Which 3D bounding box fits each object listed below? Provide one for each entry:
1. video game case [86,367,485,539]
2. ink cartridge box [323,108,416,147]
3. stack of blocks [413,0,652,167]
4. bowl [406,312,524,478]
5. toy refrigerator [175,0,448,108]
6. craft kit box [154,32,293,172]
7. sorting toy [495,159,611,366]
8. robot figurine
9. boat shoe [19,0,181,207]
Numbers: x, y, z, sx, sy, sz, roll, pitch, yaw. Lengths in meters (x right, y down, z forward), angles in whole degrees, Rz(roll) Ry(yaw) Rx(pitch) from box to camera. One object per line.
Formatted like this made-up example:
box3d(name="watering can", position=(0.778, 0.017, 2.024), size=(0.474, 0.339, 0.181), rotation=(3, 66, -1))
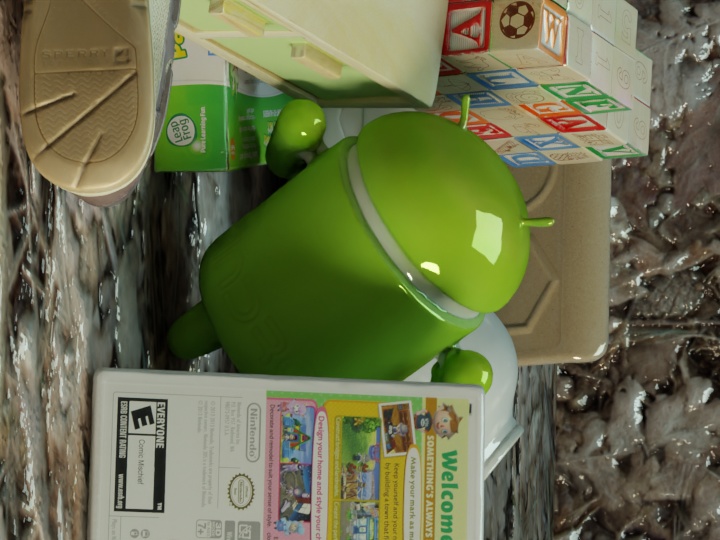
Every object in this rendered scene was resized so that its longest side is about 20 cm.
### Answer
box3d(name="video game case", position=(-0.034, 0.148, 1.179), size=(0.022, 0.181, 0.201), rotation=(140, -48, -76))
box3d(name="ink cartridge box", position=(0.011, -0.068, 1.570), size=(0.200, 0.083, 0.146), rotation=(110, -18, -80))
box3d(name="stack of blocks", position=(0.092, -0.113, 1.413), size=(0.200, 0.115, 0.059), rotation=(25, 66, -57))
box3d(name="bowl", position=(0.031, 0.101, 1.515), size=(0.201, 0.090, 0.201), rotation=(-49, 176, -5))
box3d(name="toy refrigerator", position=(-0.039, -0.133, 1.257), size=(0.200, 0.076, 0.070), rotation=(26, 70, -58))
box3d(name="craft kit box", position=(-0.069, -0.154, 1.383), size=(0.200, 0.048, 0.198), rotation=(-23, 109, -80))
box3d(name="sorting toy", position=(0.065, -0.021, 1.694), size=(0.036, 0.199, 0.186), rotation=(48, 42, -63))
box3d(name="robot figurine", position=(0.000, 0.000, 1.312), size=(0.176, 0.200, 0.116), rotation=(56, 22, 7))
box3d(name="boat shoe", position=(-0.108, -0.123, 1.083), size=(0.065, 0.072, 0.201), rotation=(100, -11, -75))
